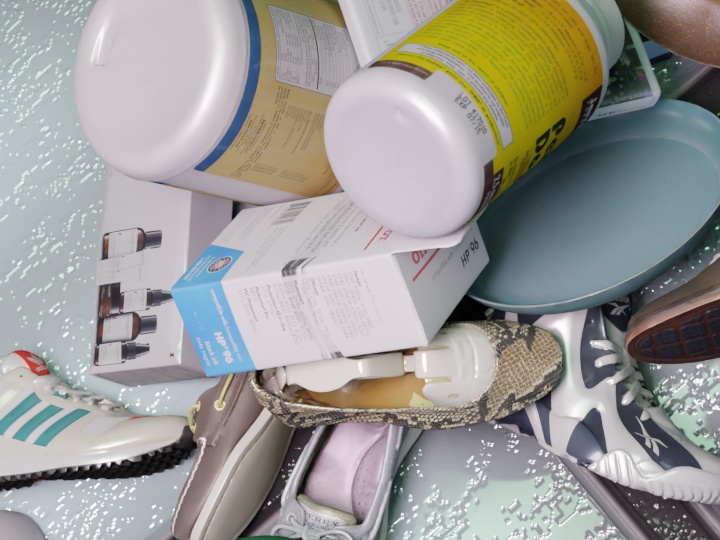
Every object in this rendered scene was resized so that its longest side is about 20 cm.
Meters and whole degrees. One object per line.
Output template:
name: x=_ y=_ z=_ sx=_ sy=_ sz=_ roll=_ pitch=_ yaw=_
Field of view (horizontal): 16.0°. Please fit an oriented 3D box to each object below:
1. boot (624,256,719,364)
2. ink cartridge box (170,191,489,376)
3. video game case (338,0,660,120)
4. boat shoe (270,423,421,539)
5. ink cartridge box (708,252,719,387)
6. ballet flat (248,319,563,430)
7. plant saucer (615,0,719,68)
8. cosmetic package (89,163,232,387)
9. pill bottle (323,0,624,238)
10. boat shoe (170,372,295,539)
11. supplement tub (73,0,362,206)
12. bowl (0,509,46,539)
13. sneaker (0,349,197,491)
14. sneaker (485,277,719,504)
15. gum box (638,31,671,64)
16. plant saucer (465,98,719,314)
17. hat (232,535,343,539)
boot: x=0.240 y=-0.017 z=1.533 sx=0.200 sy=0.075 sz=0.097 roll=-22 pitch=56 yaw=4
ink cartridge box: x=0.000 y=0.000 z=1.579 sx=0.200 sy=0.116 sz=0.068 roll=-9 pitch=114 yaw=29
video game case: x=0.077 y=-0.178 z=1.649 sx=0.182 sy=0.023 sz=0.200 roll=-13 pitch=70 yaw=-15
boat shoe: x=-0.012 y=0.135 z=1.656 sx=0.074 sy=0.065 sz=0.202 roll=24 pitch=84 yaw=23
ink cartridge box: x=0.297 y=0.085 z=1.559 sx=0.145 sy=0.083 sz=0.200 roll=-8 pitch=72 yaw=16
ballet flat: x=0.022 y=0.065 z=1.587 sx=0.200 sy=0.075 sz=0.068 roll=-6 pitch=76 yaw=21
plant saucer: x=0.246 y=-0.228 z=1.654 sx=0.200 sy=0.037 sz=0.201 roll=1 pitch=71 yaw=-2
cosmetic package: x=-0.133 y=-0.026 z=1.738 sx=0.083 sy=0.051 sz=0.200 roll=-7 pitch=72 yaw=32
pill bottle: x=0.075 y=-0.109 z=1.531 sx=0.109 sy=0.109 sz=0.200 roll=29 pitch=45 yaw=23
boat shoe: x=-0.076 y=0.093 z=1.686 sx=0.060 sy=0.072 sz=0.200 roll=23 pitch=78 yaw=21
supplement tub: x=-0.070 y=-0.116 z=1.655 sx=0.145 sy=0.200 sz=0.145 roll=-9 pitch=77 yaw=40
bowl: x=-0.285 y=0.270 z=1.705 sx=0.200 sy=0.075 sz=0.200 roll=-29 pitch=68 yaw=10
sneaker: x=-0.207 y=0.096 z=1.727 sx=0.200 sy=0.070 sz=0.093 roll=-8 pitch=79 yaw=19
sneaker: x=0.160 y=0.061 z=1.612 sx=0.199 sy=0.079 sz=0.130 roll=23 pitch=92 yaw=32
gum box: x=0.097 y=-0.207 z=1.726 sx=0.170 sy=0.045 sz=0.200 roll=-20 pitch=72 yaw=11
plant saucer: x=0.146 y=-0.036 z=1.624 sx=0.200 sy=0.027 sz=0.200 roll=-20 pitch=33 yaw=14
hat: x=-0.065 y=0.189 z=1.627 sx=0.176 sy=0.200 sz=0.166 roll=-119 pitch=41 yaw=-55
